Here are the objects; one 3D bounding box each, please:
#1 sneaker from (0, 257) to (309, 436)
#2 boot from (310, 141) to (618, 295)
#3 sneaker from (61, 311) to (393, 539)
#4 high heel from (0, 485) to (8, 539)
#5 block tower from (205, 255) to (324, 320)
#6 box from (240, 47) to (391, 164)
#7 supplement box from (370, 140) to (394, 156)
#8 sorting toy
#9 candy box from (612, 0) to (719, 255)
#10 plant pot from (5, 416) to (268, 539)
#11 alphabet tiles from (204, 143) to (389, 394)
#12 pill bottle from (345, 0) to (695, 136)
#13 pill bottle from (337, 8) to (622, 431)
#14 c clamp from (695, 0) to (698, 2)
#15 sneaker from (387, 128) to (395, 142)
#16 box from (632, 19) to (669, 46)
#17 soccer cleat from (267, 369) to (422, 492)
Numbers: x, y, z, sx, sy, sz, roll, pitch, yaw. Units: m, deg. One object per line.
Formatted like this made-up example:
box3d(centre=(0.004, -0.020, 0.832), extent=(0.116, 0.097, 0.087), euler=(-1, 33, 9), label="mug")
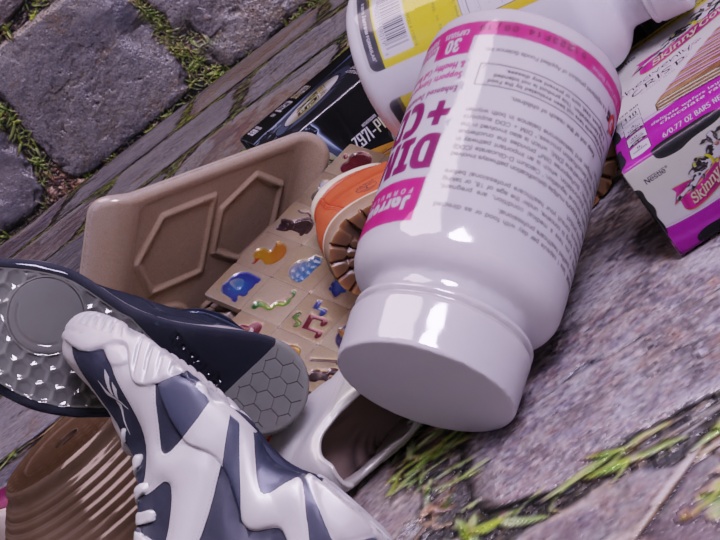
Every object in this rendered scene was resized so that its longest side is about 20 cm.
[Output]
box3d(centre=(-0.138, 0.046, 0.813), extent=(0.146, 0.200, 0.078), euler=(179, 109, -78), label="sneaker")
box3d(centre=(0.061, -0.056, 0.915), extent=(0.198, 0.076, 0.107), euler=(-20, 20, -8), label="boot")
box3d(centre=(-0.095, 0.119, 0.690), extent=(0.130, 0.199, 0.080), euler=(-51, -9, -6), label="sneaker")
box3d(centre=(-0.240, 0.180, 1.077), extent=(0.199, 0.068, 0.096), euler=(-33, -1, 14), label="high heel")
box3d(centre=(-0.035, 0.018, 0.989), extent=(0.199, 0.054, 0.058), euler=(-32, 13, -14), label="block tower")
box3d(centre=(-0.017, -0.140, 1.401), extent=(0.163, 0.086, 0.200), euler=(-40, 15, -4), label="box")
box3d(centre=(0.034, -0.062, 1.085), extent=(0.066, 0.069, 0.199), euler=(-36, 10, -31), label="supplement box")
box3d(centre=(-0.117, 0.002, 1.002), extent=(0.199, 0.036, 0.186), euler=(-21, -44, -43), label="sorting toy")
box3d(centre=(0.210, -0.103, 0.818), extent=(0.136, 0.061, 0.200), euler=(-35, 15, 17), label="candy box")
box3d(centre=(-0.159, 0.140, 0.914), extent=(0.200, 0.093, 0.201), euler=(-36, 16, 12), label="plant pot")
box3d(centre=(0.000, 0.000, 0.939), extent=(0.166, 0.008, 0.200), euler=(21, 55, 33), label="alphabet tiles")
box3d(centre=(0.099, -0.161, 0.892), extent=(0.199, 0.113, 0.112), euler=(-20, 21, 23), label="pill bottle")
box3d(centre=(0.062, -0.026, 0.757), extent=(0.113, 0.113, 0.201), euler=(-18, 45, 51), label="pill bottle")
box3d(centre=(0.249, -0.237, 0.925), extent=(0.199, 0.172, 0.027), euler=(-33, -8, -4), label="c clamp")
box3d(centre=(0.108, -0.148, 1.148), extent=(0.199, 0.080, 0.074), euler=(-36, 13, 3), label="sneaker")
box3d(centre=(0.236, -0.249, 1.024), extent=(0.200, 0.125, 0.149), euler=(-39, 6, -3), label="box")
box3d(centre=(0.026, 0.048, 0.813), extent=(0.201, 0.069, 0.077), euler=(-53, 25, -22), label="soccer cleat")
